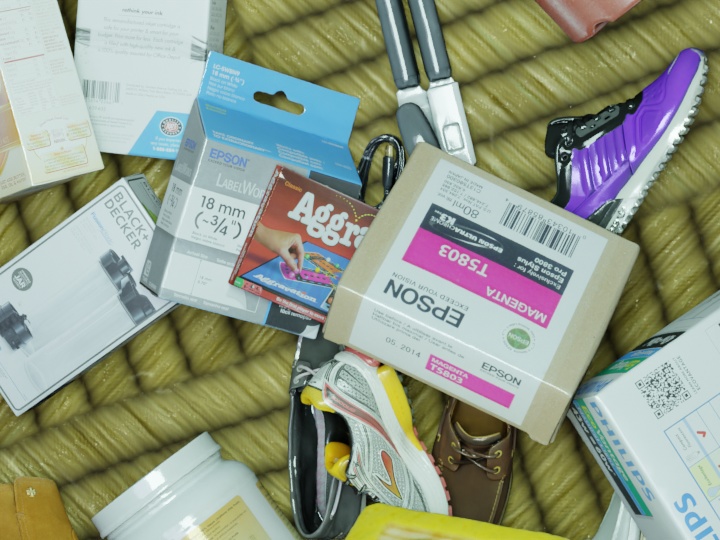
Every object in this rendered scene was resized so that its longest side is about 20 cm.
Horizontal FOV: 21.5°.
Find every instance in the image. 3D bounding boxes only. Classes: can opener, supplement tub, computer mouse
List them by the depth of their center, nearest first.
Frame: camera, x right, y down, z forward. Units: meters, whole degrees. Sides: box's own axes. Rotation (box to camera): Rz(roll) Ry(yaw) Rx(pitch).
[{"bbox_3d":[0.047,-0.168,1.548,0.053,0.067,0.202,-13,95,10],"label":"can opener"},{"bbox_3d":[-0.118,0.250,1.576,0.144,0.144,0.201,-37,88,11],"label":"supplement tub"},{"bbox_3d":[0.023,-0.013,1.584,0.058,0.034,0.202,-4,94,11],"label":"computer mouse"}]

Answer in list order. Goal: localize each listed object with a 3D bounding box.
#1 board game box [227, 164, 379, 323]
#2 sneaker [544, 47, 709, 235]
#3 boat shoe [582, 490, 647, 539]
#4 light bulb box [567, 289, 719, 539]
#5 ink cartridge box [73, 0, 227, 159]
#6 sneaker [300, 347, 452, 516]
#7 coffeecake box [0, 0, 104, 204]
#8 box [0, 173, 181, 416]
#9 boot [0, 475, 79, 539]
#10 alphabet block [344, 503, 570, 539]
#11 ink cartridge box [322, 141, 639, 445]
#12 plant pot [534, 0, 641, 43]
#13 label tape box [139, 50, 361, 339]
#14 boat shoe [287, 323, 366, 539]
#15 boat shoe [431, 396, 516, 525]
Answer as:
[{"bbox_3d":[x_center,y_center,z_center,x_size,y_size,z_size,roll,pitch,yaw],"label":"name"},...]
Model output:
[{"bbox_3d":[0.000,0.000,1.541,0.199,0.019,0.104,23,88,-22],"label":"board game box"},{"bbox_3d":[0.200,-0.104,1.526,0.099,0.070,0.201,33,99,8],"label":"sneaker"},{"bbox_3d":[0.193,0.258,1.557,0.068,0.075,0.202,13,98,3],"label":"boat shoe"},{"bbox_3d":[0.295,0.127,1.471,0.199,0.125,0.199,-32,88,-10],"label":"light bulb box"},{"bbox_3d":[-0.175,-0.198,1.585,0.115,0.067,0.202,7,97,10],"label":"ink cartridge box"},{"bbox_3d":[0.010,0.158,1.549,0.082,0.078,0.201,-31,107,-21],"label":"sneaker"},{"bbox_3d":[-0.303,-0.161,1.569,0.153,0.073,0.202,-13,93,53],"label":"coffeecake box"},{"bbox_3d":[-0.240,0.020,1.620,0.199,0.060,0.117,-34,89,11],"label":"box"},{"bbox_3d":[-0.251,0.248,1.634,0.071,0.200,0.145,-49,43,45],"label":"boot"},{"bbox_3d":[0.068,0.328,1.469,0.195,0.196,0.201,5,131,29],"label":"alphabet block"},{"bbox_3d":[0.095,0.015,1.466,0.199,0.075,0.165,25,54,6],"label":"ink cartridge box"},{"bbox_3d":[0.164,-0.296,1.464,0.200,0.201,0.196,-38,96,11],"label":"plant pot"},{"bbox_3d":[-0.081,-0.061,1.545,0.143,0.063,0.202,15,94,-23],"label":"label tape box"},{"bbox_3d":[-0.030,0.127,1.586,0.066,0.057,0.202,0,96,35],"label":"boat shoe"},{"bbox_3d":[0.094,0.140,1.567,0.071,0.068,0.202,10,97,9],"label":"boat shoe"}]
